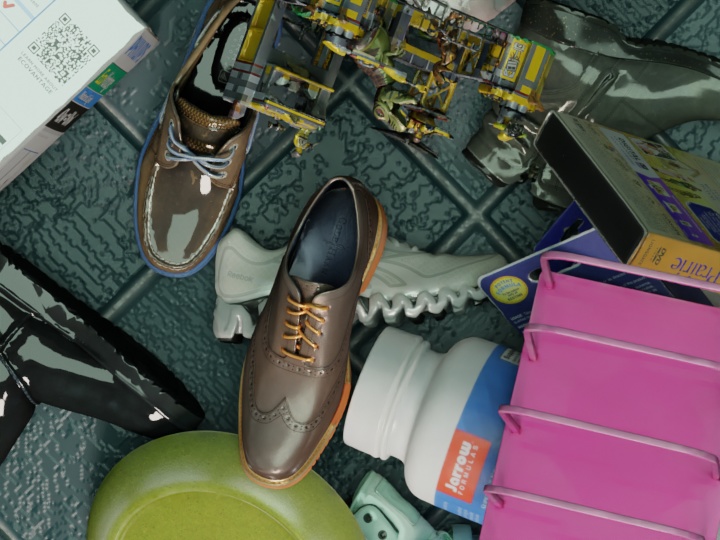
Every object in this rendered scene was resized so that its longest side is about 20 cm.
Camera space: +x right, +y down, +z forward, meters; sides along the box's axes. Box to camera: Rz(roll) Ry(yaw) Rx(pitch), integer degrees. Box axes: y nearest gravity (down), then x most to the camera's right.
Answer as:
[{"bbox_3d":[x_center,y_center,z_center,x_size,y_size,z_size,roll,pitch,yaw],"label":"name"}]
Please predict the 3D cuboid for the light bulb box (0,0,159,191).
[{"bbox_3d":[-0.265,-0.154,1.466,0.200,0.125,0.198,-42,93,0],"label":"light bulb box"}]

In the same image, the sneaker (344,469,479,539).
[{"bbox_3d":[0.057,0.176,1.515,0.200,0.074,0.119,-25,100,2],"label":"sneaker"}]

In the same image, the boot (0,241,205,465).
[{"bbox_3d":[-0.223,0.093,1.508,0.198,0.073,0.163,38,95,-6],"label":"boot"}]

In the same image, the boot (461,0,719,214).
[{"bbox_3d":[0.176,-0.090,1.520,0.199,0.068,0.131,19,100,3],"label":"boot"}]

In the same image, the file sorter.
[{"bbox_3d":[0.148,0.101,1.346,0.138,0.125,0.201,12,81,9],"label":"file sorter"}]

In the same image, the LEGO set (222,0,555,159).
[{"bbox_3d":[0.011,-0.113,1.428,0.200,0.154,0.116,20,91,-37],"label":"LEGO set"}]

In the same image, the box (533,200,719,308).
[{"bbox_3d":[0.205,0.032,1.498,0.200,0.042,0.119,32,137,-4],"label":"box"}]

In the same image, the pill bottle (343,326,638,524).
[{"bbox_3d":[0.095,0.109,1.473,0.199,0.112,0.113,20,93,10],"label":"pill bottle"}]

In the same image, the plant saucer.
[{"bbox_3d":[-0.089,0.199,1.494,0.199,0.031,0.201,7,116,14],"label":"plant saucer"}]

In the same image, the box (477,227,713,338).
[{"bbox_3d":[0.178,0.051,1.478,0.121,0.032,0.200,-24,116,41],"label":"box"}]

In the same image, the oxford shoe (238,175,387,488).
[{"bbox_3d":[-0.038,0.035,1.439,0.071,0.073,0.201,12,79,11],"label":"oxford shoe"}]

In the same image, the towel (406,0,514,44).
[{"bbox_3d":[0.077,-0.279,1.515,0.200,0.032,0.191,-38,94,2],"label":"towel"}]

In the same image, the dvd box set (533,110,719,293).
[{"bbox_3d":[0.217,-0.029,1.427,0.199,0.146,0.029,14,117,-31],"label":"dvd box set"}]

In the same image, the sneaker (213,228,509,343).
[{"bbox_3d":[0.000,0.000,1.512,0.199,0.075,0.081,-6,84,-2],"label":"sneaker"}]

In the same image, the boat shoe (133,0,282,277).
[{"bbox_3d":[-0.104,-0.093,1.499,0.072,0.072,0.201,14,93,-2],"label":"boat shoe"}]
